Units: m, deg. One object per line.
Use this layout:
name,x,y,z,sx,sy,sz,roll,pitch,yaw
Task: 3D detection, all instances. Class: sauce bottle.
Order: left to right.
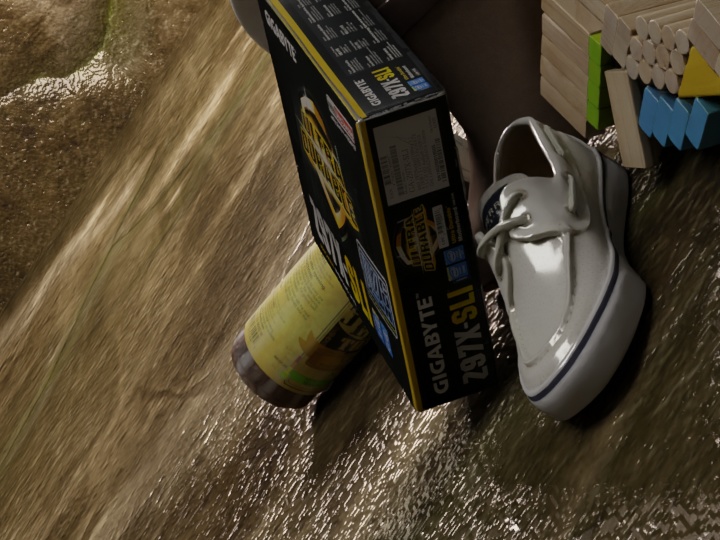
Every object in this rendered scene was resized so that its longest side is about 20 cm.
sauce bottle,0.000,0.000,1.192,0.200,0.064,0.065,-49,16,33

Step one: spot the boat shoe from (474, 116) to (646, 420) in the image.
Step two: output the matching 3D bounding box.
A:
boat shoe,0.082,-0.010,0.924,0.071,0.070,0.201,-49,16,30

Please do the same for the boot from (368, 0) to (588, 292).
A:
boot,0.057,-0.110,1.067,0.070,0.146,0.201,-15,44,60

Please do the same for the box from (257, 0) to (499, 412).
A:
box,0.006,-0.048,1.020,0.049,0.161,0.200,-19,31,-8

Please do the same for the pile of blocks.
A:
pile of blocks,0.151,-0.092,0.926,0.062,0.083,0.200,-16,14,-19

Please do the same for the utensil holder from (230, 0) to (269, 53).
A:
utensil holder,-0.032,-0.270,1.690,0.170,0.169,0.200,-52,18,17
